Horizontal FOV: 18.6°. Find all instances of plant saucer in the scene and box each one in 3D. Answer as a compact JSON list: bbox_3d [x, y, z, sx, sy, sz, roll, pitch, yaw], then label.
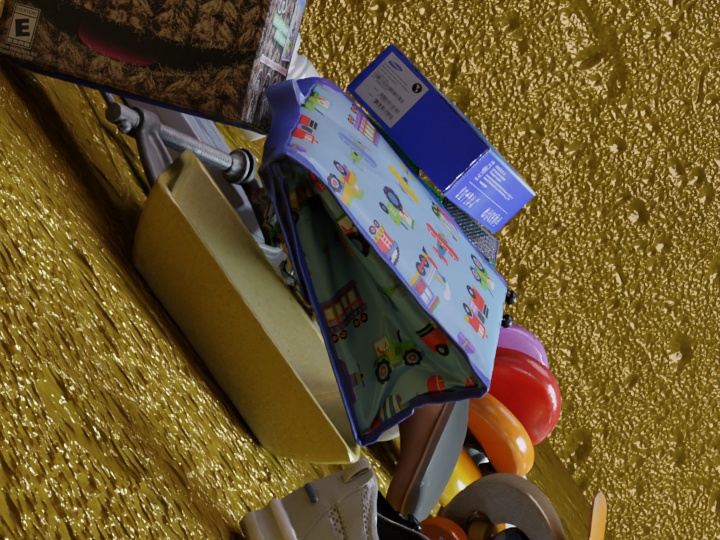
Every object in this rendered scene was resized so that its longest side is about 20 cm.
[{"bbox_3d":[-0.074,0.028,1.344,0.201,0.048,0.200,55,6,-6],"label":"plant saucer"}]

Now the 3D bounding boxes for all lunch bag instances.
[{"bbox_3d":[0.001,-0.025,1.311,0.201,0.093,0.151,61,17,-17],"label":"lunch bag"}]

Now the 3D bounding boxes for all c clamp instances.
[{"bbox_3d":[-0.111,-0.070,1.549,0.200,0.027,0.172,28,32,-54],"label":"c clamp"}]

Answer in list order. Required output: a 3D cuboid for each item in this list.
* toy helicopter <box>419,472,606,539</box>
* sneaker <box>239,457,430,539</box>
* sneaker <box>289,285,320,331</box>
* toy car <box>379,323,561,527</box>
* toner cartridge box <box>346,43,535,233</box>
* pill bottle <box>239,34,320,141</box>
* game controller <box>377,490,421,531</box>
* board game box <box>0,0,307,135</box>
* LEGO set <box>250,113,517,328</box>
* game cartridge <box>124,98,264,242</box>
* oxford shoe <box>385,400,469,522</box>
[{"bbox_3d":[0.124,0.232,1.487,0.079,0.131,0.202,-20,88,-62],"label":"toy helicopter"},{"bbox_3d":[0.024,0.177,1.114,0.200,0.082,0.075,52,6,-35],"label":"sneaker"},{"bbox_3d":[-0.015,0.052,1.608,0.113,0.071,0.200,50,14,-15],"label":"sneaker"},{"bbox_3d":[0.084,0.105,1.739,0.175,0.149,0.200,53,6,-22],"label":"toy car"},{"bbox_3d":[0.056,-0.083,1.448,0.095,0.043,0.200,49,5,12],"label":"toner cartridge box"},{"bbox_3d":[-0.128,-0.232,2.108,0.201,0.113,0.113,54,5,-17],"label":"pill bottle"},{"bbox_3d":[0.064,0.225,1.409,0.201,0.042,0.104,55,5,-14],"label":"game controller"},{"bbox_3d":[-0.110,-0.200,1.317,0.158,0.202,0.097,15,0,7],"label":"board game box"},{"bbox_3d":[0.000,0.000,1.501,0.199,0.115,0.155,33,47,-34],"label":"LEGO set"},{"bbox_3d":[-0.141,-0.114,1.695,0.201,0.040,0.133,57,2,15],"label":"game cartridge"},{"bbox_3d":[0.045,0.099,1.610,0.072,0.071,0.201,86,19,-54],"label":"oxford shoe"}]
